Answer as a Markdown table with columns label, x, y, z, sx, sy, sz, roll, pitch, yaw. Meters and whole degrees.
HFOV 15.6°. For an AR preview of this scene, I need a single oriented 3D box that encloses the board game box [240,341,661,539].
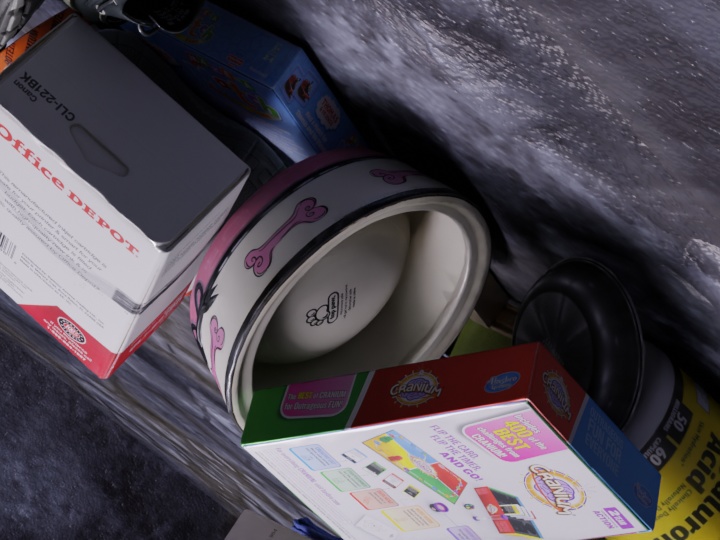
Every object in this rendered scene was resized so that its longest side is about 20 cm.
| label | x | y | z | sx | sy | sz | roll | pitch | yaw |
| --- | --- | --- | --- | --- | --- | --- | --- | --- | --- |
| board game box | 0.054 | 0.112 | 1.544 | 0.200 | 0.040 | 0.153 | -11 | 140 | 32 |

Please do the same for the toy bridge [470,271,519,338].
| label | x | y | z | sx | sy | sz | roll | pitch | yaw |
| --- | --- | --- | --- | --- | --- | --- | --- | --- | --- |
| toy bridge | 0.075 | 0.013 | 1.726 | 0.200 | 0.027 | 0.067 | 27 | 166 | 37 |

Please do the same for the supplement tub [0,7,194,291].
| label | x | y | z | sx | sy | sz | roll | pitch | yaw |
| --- | --- | --- | --- | --- | --- | --- | --- | --- | --- |
| supplement tub | -0.167 | -0.073 | 1.771 | 0.200 | 0.122 | 0.123 | 55 | 167 | -1 |

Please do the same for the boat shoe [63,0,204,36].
| label | x | y | z | sx | sy | sz | roll | pitch | yaw |
| --- | --- | --- | --- | --- | --- | --- | --- | --- | --- |
| boat shoe | -0.115 | -0.165 | 1.464 | 0.066 | 0.074 | 0.199 | 50 | 159 | 3 |

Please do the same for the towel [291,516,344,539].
| label | x | y | z | sx | sy | sz | roll | pitch | yaw |
| --- | --- | --- | --- | --- | --- | --- | --- | --- | --- |
| towel | 0.050 | 0.237 | 1.769 | 0.200 | 0.024 | 0.145 | 43 | 163 | -33 |

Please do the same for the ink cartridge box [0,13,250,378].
| label | x | y | z | sx | sy | sz | roll | pitch | yaw |
| --- | --- | --- | --- | --- | --- | --- | --- | --- | --- |
| ink cartridge box | -0.164 | -0.042 | 1.582 | 0.144 | 0.084 | 0.200 | 42 | 152 | 4 |

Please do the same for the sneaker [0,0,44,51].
| label | x | y | z | sx | sy | sz | roll | pitch | yaw |
| --- | --- | --- | --- | --- | --- | --- | --- | --- | --- |
| sneaker | -0.250 | -0.191 | 1.740 | 0.079 | 0.075 | 0.200 | 42 | 166 | -10 |

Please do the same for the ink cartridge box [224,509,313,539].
| label | x | y | z | sx | sy | sz | roll | pitch | yaw |
| --- | --- | --- | --- | --- | --- | --- | --- | --- | --- |
| ink cartridge box | 0.005 | 0.248 | 1.684 | 0.200 | 0.084 | 0.146 | 22 | 162 | 34 |

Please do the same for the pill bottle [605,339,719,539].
| label | x | y | z | sx | sy | sz | roll | pitch | yaw |
| --- | --- | --- | --- | --- | --- | --- | --- | --- | --- |
| pill bottle | 0.207 | 0.141 | 1.652 | 0.200 | 0.111 | 0.111 | 41 | 167 | -26 |

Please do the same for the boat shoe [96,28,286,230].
| label | x | y | z | sx | sy | sz | roll | pitch | yaw |
| --- | --- | --- | --- | --- | --- | --- | --- | --- | --- |
| boat shoe | -0.108 | -0.071 | 1.647 | 0.202 | 0.074 | 0.065 | 43 | 173 | -12 |

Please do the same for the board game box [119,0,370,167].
| label | x | y | z | sx | sy | sz | roll | pitch | yaw |
| --- | --- | --- | --- | --- | --- | --- | --- | --- | --- |
| board game box | -0.064 | -0.103 | 1.648 | 0.151 | 0.037 | 0.200 | 29 | 167 | 32 |

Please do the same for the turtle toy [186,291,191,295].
| label | x | y | z | sx | sy | sz | roll | pitch | yaw |
| --- | --- | --- | --- | --- | --- | --- | --- | --- | --- |
| turtle toy | -0.093 | -0.017 | 1.900 | 0.200 | 0.101 | 0.146 | 39 | 168 | -12 |

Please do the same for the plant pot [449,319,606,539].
| label | x | y | z | sx | sy | sz | roll | pitch | yaw |
| --- | --- | --- | --- | --- | --- | --- | --- | --- | --- |
| plant pot | 0.099 | 0.154 | 1.811 | 0.200 | 0.190 | 0.200 | 35 | 168 | 8 |

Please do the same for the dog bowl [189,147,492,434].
| label | x | y | z | sx | sy | sz | roll | pitch | yaw |
| --- | --- | --- | --- | --- | --- | --- | --- | --- | --- |
| dog bowl | -0.018 | 0.011 | 1.610 | 0.074 | 0.200 | 0.200 | 46 | 175 | 31 |

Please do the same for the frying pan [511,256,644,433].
| label | x | y | z | sx | sy | sz | roll | pitch | yaw |
| --- | --- | --- | --- | --- | --- | --- | --- | --- | --- |
| frying pan | 0.106 | 0.064 | 1.580 | 0.031 | 0.115 | 0.190 | -2 | 157 | -35 |
